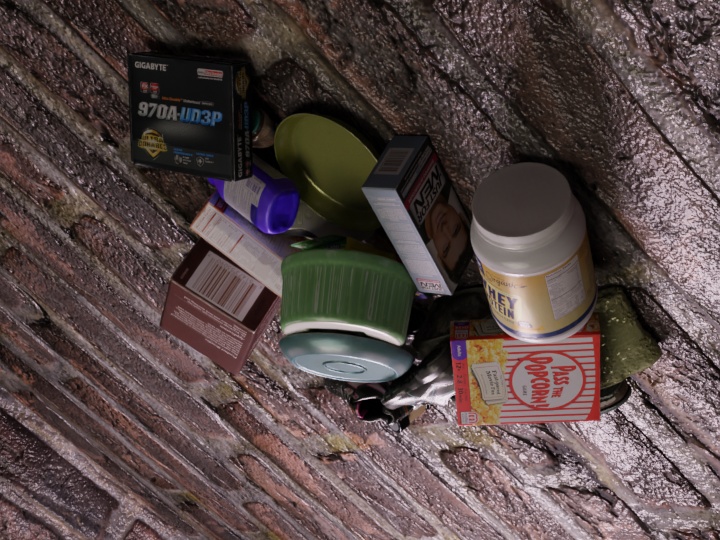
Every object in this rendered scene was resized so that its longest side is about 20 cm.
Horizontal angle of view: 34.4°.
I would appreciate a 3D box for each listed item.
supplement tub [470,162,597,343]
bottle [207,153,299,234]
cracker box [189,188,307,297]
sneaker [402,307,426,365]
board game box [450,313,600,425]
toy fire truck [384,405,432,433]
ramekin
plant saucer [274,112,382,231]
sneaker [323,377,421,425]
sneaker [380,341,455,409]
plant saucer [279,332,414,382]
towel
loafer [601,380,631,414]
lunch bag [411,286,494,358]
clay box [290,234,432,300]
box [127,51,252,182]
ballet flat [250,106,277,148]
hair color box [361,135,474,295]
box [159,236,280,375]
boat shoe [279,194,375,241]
[{"bbox_3d":[0.216,-0.021,1.452,0.143,0.145,0.201,14,146,30],"label":"supplement tub"},{"bbox_3d":[-0.171,-0.131,1.701,0.199,0.065,0.085,37,125,36],"label":"bottle"},{"bbox_3d":[-0.156,-0.047,1.789,0.199,0.134,0.058,39,110,-9],"label":"cracker box"},{"bbox_3d":[0.079,0.095,1.787,0.198,0.077,0.090,20,158,-37],"label":"sneaker"},{"bbox_3d":[0.224,0.135,1.572,0.197,0.047,0.153,-4,124,8],"label":"board game box"},{"bbox_3d":[0.026,0.157,1.957,0.200,0.128,0.177,42,151,25],"label":"toy fire truck"},{"bbox_3d":[-0.020,0.049,1.629,0.197,0.099,0.200,7,162,2],"label":"ramekin"},{"bbox_3d":[-0.032,-0.142,1.613,0.198,0.031,0.201,27,146,20],"label":"plant saucer"},{"bbox_3d":[0.005,0.195,1.850,0.198,0.086,0.081,4,124,46],"label":"sneaker"},{"bbox_3d":[0.096,0.174,1.699,0.079,0.076,0.200,41,148,-6],"label":"sneaker"},{"bbox_3d":[-0.021,0.129,1.672,0.197,0.028,0.200,7,162,2],"label":"plant saucer"},{"bbox_3d":[0.298,0.108,1.596,0.198,0.037,0.149,-27,119,22],"label":"towel"},{"bbox_3d":[0.312,0.176,1.734,0.063,0.072,0.199,50,149,-19],"label":"loafer"},{"bbox_3d":[0.204,0.111,1.695,0.164,0.118,0.199,46,142,-21],"label":"lunch bag"},{"bbox_3d":[0.000,0.000,1.715,0.198,0.048,0.114,18,161,-34],"label":"clay box"},{"bbox_3d":[-0.238,-0.217,1.625,0.198,0.046,0.162,13,110,32],"label":"box"},{"bbox_3d":[-0.200,-0.203,1.677,0.198,0.069,0.067,13,173,35],"label":"ballet flat"},{"bbox_3d":[0.084,-0.072,1.552,0.060,0.100,0.201,6,141,37],"label":"hair color box"},{"bbox_3d":[-0.219,0.037,1.944,0.165,0.165,0.200,31,151,0],"label":"box"},{"bbox_3d":[-0.063,-0.076,1.727,0.197,0.072,0.062,5,178,19],"label":"boat shoe"}]
